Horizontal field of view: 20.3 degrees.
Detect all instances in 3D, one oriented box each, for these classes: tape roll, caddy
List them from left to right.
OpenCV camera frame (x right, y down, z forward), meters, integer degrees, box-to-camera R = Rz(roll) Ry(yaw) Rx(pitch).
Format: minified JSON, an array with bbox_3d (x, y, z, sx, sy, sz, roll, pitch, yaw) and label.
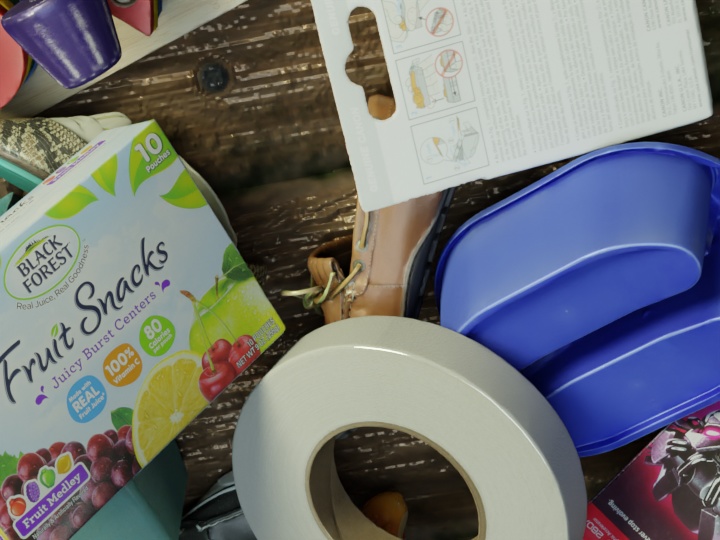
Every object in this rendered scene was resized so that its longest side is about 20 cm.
[{"bbox_3d":[0.026,0.120,1.105,0.202,0.037,0.203,12,122,21],"label":"tape roll"},{"bbox_3d":[0.133,0.012,1.108,0.200,0.105,0.141,-29,122,27],"label":"caddy"}]

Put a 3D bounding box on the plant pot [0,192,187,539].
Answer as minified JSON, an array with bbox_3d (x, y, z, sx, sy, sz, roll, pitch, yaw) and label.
[{"bbox_3d":[-0.198,0.094,1.145,0.141,0.141,0.200,-33,111,15],"label":"plant pot"}]

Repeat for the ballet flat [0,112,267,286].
[{"bbox_3d":[-0.131,-0.040,1.123,0.200,0.068,0.075,40,76,-25],"label":"ballet flat"}]

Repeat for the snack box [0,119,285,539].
[{"bbox_3d":[-0.148,0.036,1.037,0.053,0.200,0.142,-5,123,52],"label":"snack box"}]

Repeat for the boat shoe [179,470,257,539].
[{"bbox_3d":[-0.099,0.184,1.213,0.200,0.064,0.071,-32,107,14],"label":"boat shoe"}]

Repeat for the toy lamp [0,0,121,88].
[{"bbox_3d":[-0.184,-0.183,0.999,0.058,0.058,0.200,-27,107,13],"label":"toy lamp"}]

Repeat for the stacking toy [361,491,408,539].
[{"bbox_3d":[-0.026,0.219,1.216,0.110,0.116,0.200,31,97,-4],"label":"stacking toy"}]

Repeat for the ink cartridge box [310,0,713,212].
[{"bbox_3d":[0.077,-0.136,1.062,0.200,0.057,0.163,-15,112,-1],"label":"ink cartridge box"}]

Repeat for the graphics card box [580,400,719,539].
[{"bbox_3d":[0.225,0.121,1.111,0.200,0.051,0.125,-42,70,-7],"label":"graphics card box"}]

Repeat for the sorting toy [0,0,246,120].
[{"bbox_3d":[-0.187,-0.183,1.067,0.200,0.070,0.199,-27,108,13],"label":"sorting toy"}]

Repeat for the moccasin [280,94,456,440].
[{"bbox_3d":[0.000,0.001,1.128,0.078,0.074,0.202,17,112,1],"label":"moccasin"}]
